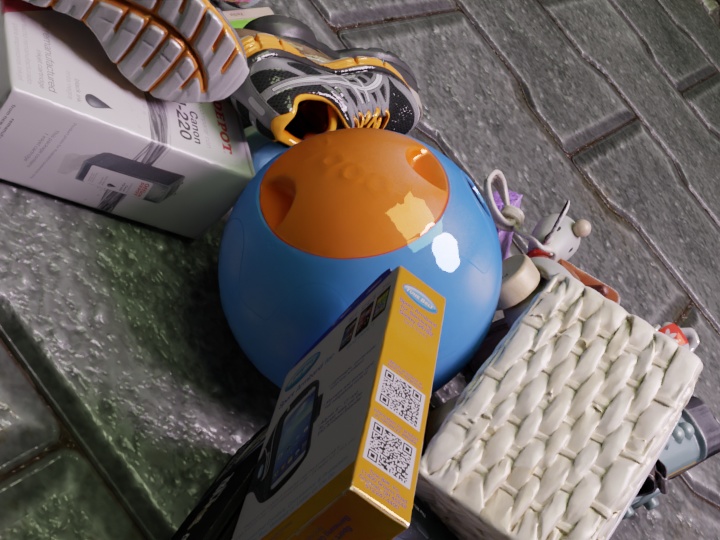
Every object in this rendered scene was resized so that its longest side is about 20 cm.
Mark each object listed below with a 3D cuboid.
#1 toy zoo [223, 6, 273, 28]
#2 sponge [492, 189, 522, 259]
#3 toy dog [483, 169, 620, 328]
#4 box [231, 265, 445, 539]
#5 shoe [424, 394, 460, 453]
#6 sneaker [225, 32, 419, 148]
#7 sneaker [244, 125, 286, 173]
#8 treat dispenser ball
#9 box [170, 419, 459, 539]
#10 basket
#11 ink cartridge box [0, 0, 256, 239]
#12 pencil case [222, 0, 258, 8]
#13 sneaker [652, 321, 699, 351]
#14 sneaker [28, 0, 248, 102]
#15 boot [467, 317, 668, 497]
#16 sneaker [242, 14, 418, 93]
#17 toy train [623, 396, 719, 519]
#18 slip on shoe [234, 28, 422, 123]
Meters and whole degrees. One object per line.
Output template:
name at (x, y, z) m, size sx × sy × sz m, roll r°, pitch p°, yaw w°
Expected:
toy zoo at (-0.067, -0.160, 1.066) m, size 0.200 × 0.020 × 0.131 m, roll 53°, pitch 31°, yaw 5°
sponge at (0.096, 0.008, 1.009) m, size 0.030 × 0.112 × 0.200 m, roll 18°, pitch 27°, yaw 17°
toy dog at (0.169, -0.002, 0.946) m, size 0.132 × 0.096 × 0.201 m, roll 47°, pitch 36°, yaw -34°
box at (-0.010, 0.084, 0.618) m, size 0.041 × 0.119 × 0.200 m, roll 37°, pitch 34°, yaw -13°
shoe at (0.079, 0.167, 0.867) m, size 0.070 × 0.053 × 0.200 m, roll 35°, pitch 34°, yaw -22°
sneaker at (-0.023, -0.121, 0.880) m, size 0.199 × 0.078 × 0.077 m, roll 1°, pitch 45°, yaw -45°
sneaker at (-0.004, -0.065, 0.931) m, size 0.199 × 0.130 × 0.080 m, roll 20°, pitch 85°, yaw -38°
treat dispenser ball at (0.000, 0.000, 0.806) m, size 0.200 × 0.201 × 0.201 m, roll 32°, pitch 35°, yaw -26°
box at (-0.016, 0.202, 0.681) m, size 0.200 × 0.086 × 0.164 m, roll 46°, pitch 32°, yaw -5°
basket at (0.129, 0.121, 0.779) m, size 0.135 × 0.124 × 0.200 m, roll 33°, pitch 66°, yaw 14°
ink cartridge box at (-0.185, -0.122, 0.818) m, size 0.200 × 0.085 × 0.146 m, roll 19°, pitch 42°, yaw -42°
pencil case at (-0.168, -0.286, 1.012) m, size 0.090 × 0.084 × 0.200 m, roll 18°, pitch 15°, yaw 33°
sneaker at (0.280, 0.083, 1.168) m, size 0.199 × 0.093 × 0.071 m, roll 3°, pitch 53°, yaw -50°
sneaker at (-0.158, -0.190, 0.761) m, size 0.200 × 0.078 × 0.077 m, roll 36°, pitch 27°, yaw -22°
boot at (0.160, 0.112, 0.928) m, size 0.174 × 0.199 × 0.069 m, roll -56°, pitch 139°, yaw -50°
sneaker at (-0.027, -0.168, 1.053) m, size 0.199 × 0.075 × 0.080 m, roll 10°, pitch 62°, yaw -37°
toy train at (0.243, 0.168, 1.013) m, size 0.200 × 0.114 × 0.085 m, roll -2°, pitch 57°, yaw -52°
slip on shoe at (-0.034, -0.158, 0.964) m, size 0.199 × 0.076 × 0.061 m, roll 3°, pitch 58°, yaw -32°
